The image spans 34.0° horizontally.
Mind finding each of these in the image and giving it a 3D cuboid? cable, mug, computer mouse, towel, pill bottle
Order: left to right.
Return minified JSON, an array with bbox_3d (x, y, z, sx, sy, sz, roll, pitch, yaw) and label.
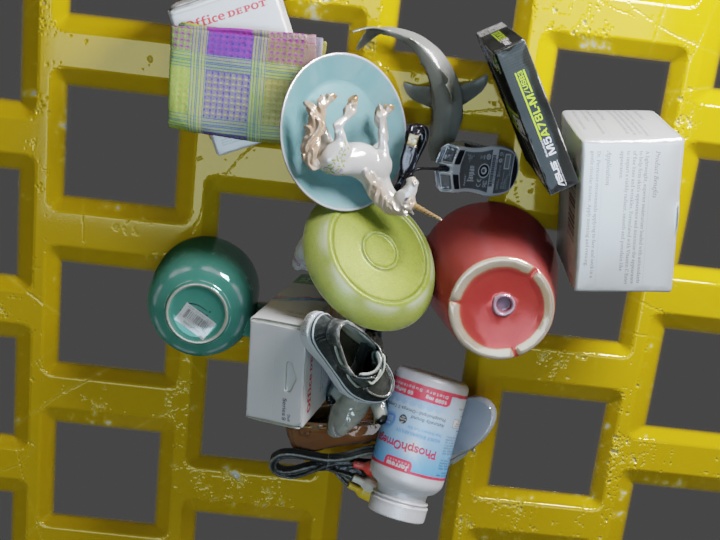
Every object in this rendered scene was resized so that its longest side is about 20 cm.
[{"bbox_3d":[-0.205,0.039,1.637,0.182,0.115,0.154,-8,108,3],"label":"mug"},{"bbox_3d":[-0.147,-0.238,1.510,0.197,0.023,0.146,5,108,-1],"label":"towel"},{"bbox_3d":[-0.031,0.287,1.698,0.197,0.051,0.098,12,125,-9],"label":"cable"},{"bbox_3d":[0.075,0.242,1.634,0.107,0.109,0.203,15,88,-5],"label":"pill bottle"},{"bbox_3d":[0.128,-0.137,1.588,0.198,0.044,0.111,1,103,-34],"label":"computer mouse"}]

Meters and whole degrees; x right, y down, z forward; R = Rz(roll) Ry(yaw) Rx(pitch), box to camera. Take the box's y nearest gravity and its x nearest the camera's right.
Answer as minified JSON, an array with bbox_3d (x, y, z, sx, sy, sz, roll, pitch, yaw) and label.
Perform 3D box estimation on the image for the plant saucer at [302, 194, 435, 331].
[{"bbox_3d":[0.019,-0.021,1.528,0.199,0.201,0.031,35,141,-11],"label":"plant saucer"}]

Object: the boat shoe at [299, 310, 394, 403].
[{"bbox_3d":[-0.003,0.122,1.521,0.200,0.070,0.073,42,67,-46],"label":"boat shoe"}]

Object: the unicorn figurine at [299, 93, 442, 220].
[{"bbox_3d":[0.008,-0.145,1.488,0.197,0.074,0.139,8,89,-19],"label":"unicorn figurine"}]

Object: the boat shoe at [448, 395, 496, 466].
[{"bbox_3d":[0.134,0.250,1.724,0.202,0.086,0.075,-47,71,25],"label":"boat shoe"}]

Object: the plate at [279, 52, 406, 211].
[{"bbox_3d":[-0.025,-0.177,1.513,0.198,0.025,0.203,-2,93,-36],"label":"plate"}]

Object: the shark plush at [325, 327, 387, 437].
[{"bbox_3d":[-0.009,0.133,1.652,0.090,0.083,0.203,10,72,-14],"label":"shark plush"}]

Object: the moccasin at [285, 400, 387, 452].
[{"bbox_3d":[-0.013,0.208,1.717,0.199,0.074,0.079,-11,115,12],"label":"moccasin"}]

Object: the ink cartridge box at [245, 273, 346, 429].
[{"bbox_3d":[-0.081,0.106,1.608,0.086,0.200,0.147,8,110,14],"label":"ink cartridge box"}]

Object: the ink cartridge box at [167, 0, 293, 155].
[{"bbox_3d":[-0.152,-0.274,1.553,0.144,0.085,0.202,-16,109,5],"label":"ink cartridge box"}]

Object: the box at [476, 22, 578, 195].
[{"bbox_3d":[0.212,-0.213,1.511,0.047,0.200,0.195,-21,108,5],"label":"box"}]

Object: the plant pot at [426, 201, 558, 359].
[{"bbox_3d":[0.183,0.022,1.598,0.197,0.178,0.203,0,107,0],"label":"plant pot"}]

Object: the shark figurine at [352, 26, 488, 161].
[{"bbox_3d":[0.091,-0.261,1.557,0.127,0.090,0.215,-34,106,9],"label":"shark figurine"}]

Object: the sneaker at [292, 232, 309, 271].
[{"bbox_3d":[0.000,0.000,1.593,0.198,0.075,0.100,27,120,-16],"label":"sneaker"}]

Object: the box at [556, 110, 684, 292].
[{"bbox_3d":[0.335,-0.096,1.547,0.129,0.200,0.202,1,108,2],"label":"box"}]
